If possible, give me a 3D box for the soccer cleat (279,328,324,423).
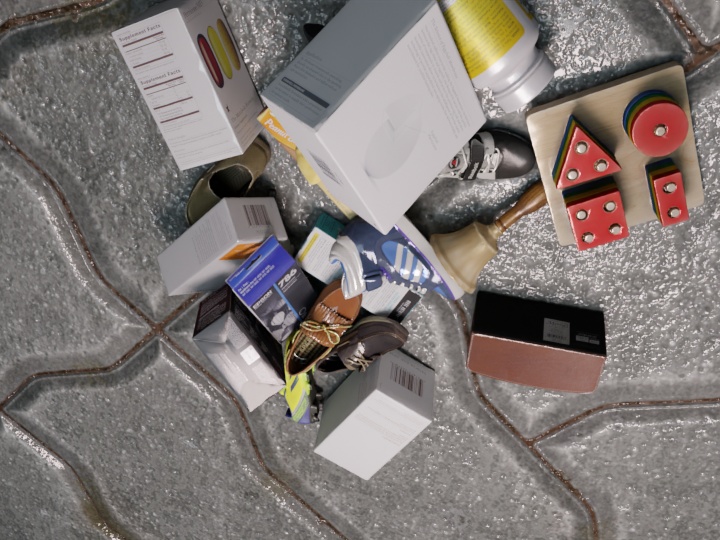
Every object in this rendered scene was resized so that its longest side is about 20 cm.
[{"bbox_3d":[-0.116,0.189,1.356,0.082,0.065,0.203,3,124,15],"label":"soccer cleat"}]

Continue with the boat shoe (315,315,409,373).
[{"bbox_3d":[0.000,0.130,1.248,0.074,0.074,0.198,35,145,-27],"label":"boat shoe"}]

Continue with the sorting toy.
[{"bbox_3d":[0.334,-0.134,0.997,0.196,0.070,0.201,-16,118,14],"label":"sorting toy"}]

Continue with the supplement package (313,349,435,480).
[{"bbox_3d":[0.024,0.240,1.314,0.116,0.118,0.200,30,126,-15],"label":"supplement package"}]

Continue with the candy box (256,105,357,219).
[{"bbox_3d":[-0.035,-0.184,1.088,0.115,0.056,0.200,-34,108,29],"label":"candy box"}]

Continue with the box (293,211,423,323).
[{"bbox_3d":[0.000,0.000,1.206,0.198,0.049,0.083,33,126,-8],"label":"box"}]

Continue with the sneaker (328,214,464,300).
[{"bbox_3d":[0.044,0.005,1.140,0.146,0.081,0.200,-41,111,6],"label":"sneaker"}]

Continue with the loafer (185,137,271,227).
[{"bbox_3d":[-0.211,-0.123,1.168,0.076,0.068,0.200,36,124,-11],"label":"loafer"}]

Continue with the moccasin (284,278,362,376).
[{"bbox_3d":[-0.062,0.091,1.208,0.073,0.078,0.201,37,123,-13],"label":"moccasin"}]

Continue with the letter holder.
[{"bbox_3d":[0.264,0.134,1.197,0.196,0.101,0.144,10,127,8],"label":"letter holder"}]

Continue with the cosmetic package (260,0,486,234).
[{"bbox_3d":[0.022,-0.194,0.925,0.200,0.123,0.200,-46,140,-7],"label":"cosmetic package"}]

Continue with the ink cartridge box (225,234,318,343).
[{"bbox_3d":[-0.127,0.034,1.180,0.039,0.099,0.201,41,170,27],"label":"ink cartridge box"}]

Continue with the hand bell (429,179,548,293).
[{"bbox_3d":[0.206,-0.068,1.098,0.199,0.105,0.104,-38,108,20],"label":"hand bell"}]

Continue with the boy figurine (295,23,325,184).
[{"bbox_3d":[-0.043,-0.209,1.002,0.122,0.065,0.203,-5,127,-19],"label":"boy figurine"}]

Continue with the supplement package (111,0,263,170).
[{"bbox_3d":[-0.225,-0.260,1.051,0.108,0.114,0.202,-10,121,22],"label":"supplement package"}]

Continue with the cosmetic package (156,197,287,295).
[{"bbox_3d":[-0.214,-0.035,1.178,0.199,0.100,0.072,-32,74,40],"label":"cosmetic package"}]

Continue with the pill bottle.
[{"bbox_3d":[0.145,-0.293,0.933,0.111,0.112,0.200,-35,108,31],"label":"pill bottle"}]

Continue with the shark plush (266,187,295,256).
[{"bbox_3d":[-0.155,-0.029,1.221,0.083,0.090,0.203,30,139,33],"label":"shark plush"}]

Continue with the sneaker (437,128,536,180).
[{"bbox_3d":[0.139,-0.151,1.047,0.196,0.089,0.075,10,124,6],"label":"sneaker"}]

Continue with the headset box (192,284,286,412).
[{"bbox_3d":[-0.190,0.110,1.232,0.074,0.200,0.150,-34,107,2],"label":"headset box"}]
